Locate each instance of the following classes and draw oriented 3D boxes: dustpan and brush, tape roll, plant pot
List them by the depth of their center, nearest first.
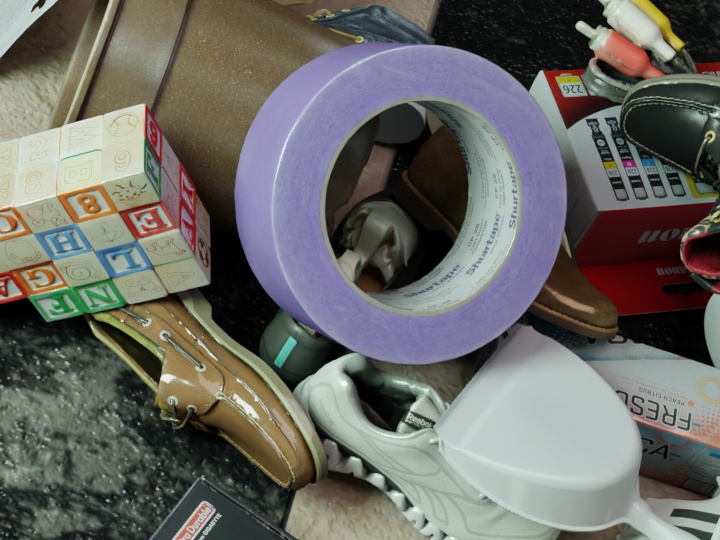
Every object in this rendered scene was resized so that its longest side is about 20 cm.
[{"bbox_3d":[0.025,-0.045,1.159,0.200,0.085,0.200,-3,98,-19],"label":"tape roll"},{"bbox_3d":[0.154,0.133,1.163,0.200,0.057,0.140,29,43,15],"label":"dustpan and brush"},{"bbox_3d":[-0.100,-0.112,1.242,0.198,0.200,0.201,20,52,-15],"label":"plant pot"}]

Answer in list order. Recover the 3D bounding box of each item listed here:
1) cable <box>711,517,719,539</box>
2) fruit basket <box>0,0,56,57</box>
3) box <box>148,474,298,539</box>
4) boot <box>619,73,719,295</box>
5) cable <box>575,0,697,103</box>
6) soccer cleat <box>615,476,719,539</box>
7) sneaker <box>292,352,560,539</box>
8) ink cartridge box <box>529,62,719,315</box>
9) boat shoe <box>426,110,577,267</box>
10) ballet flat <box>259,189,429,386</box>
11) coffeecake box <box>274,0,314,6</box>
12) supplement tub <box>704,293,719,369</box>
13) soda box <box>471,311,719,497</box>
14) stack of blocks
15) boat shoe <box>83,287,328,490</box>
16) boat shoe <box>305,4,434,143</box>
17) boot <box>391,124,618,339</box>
[{"bbox_3d":[0.299,0.219,1.159,0.200,0.069,0.200,-35,106,-37],"label":"cable"},{"bbox_3d":[-0.210,-0.251,1.305,0.094,0.185,0.200,22,50,-31],"label":"fruit basket"},{"bbox_3d":[-0.073,0.253,1.080,0.198,0.050,0.200,35,53,6],"label":"box"},{"bbox_3d":[0.254,-0.056,1.249,0.200,0.073,0.151,23,45,16],"label":"boot"},{"bbox_3d":[0.246,-0.139,1.344,0.200,0.050,0.097,31,49,6],"label":"cable"},{"bbox_3d":[0.190,0.194,1.199,0.200,0.069,0.085,-19,45,-23],"label":"soccer cleat"},{"bbox_3d":[0.049,0.122,1.184,0.200,0.081,0.075,30,51,-6],"label":"sneaker"},{"bbox_3d":[0.237,-0.064,1.375,0.200,0.084,0.176,-6,59,-22],"label":"ink cartridge box"},{"bbox_3d":[0.117,-0.052,1.333,0.063,0.074,0.202,-2,64,-53],"label":"boat shoe"},{"bbox_3d":[0.000,0.000,1.263,0.068,0.068,0.200,30,53,5],"label":"ballet flat"},{"bbox_3d":[-0.100,-0.312,1.356,0.073,0.154,0.200,-14,45,-44],"label":"coffeecake box"},{"bbox_3d":[0.363,0.020,1.315,0.200,0.145,0.145,-29,69,-26],"label":"supplement tub"},{"bbox_3d":[0.178,0.091,1.263,0.200,0.064,0.068,18,53,-6],"label":"soda box"},{"bbox_3d":[-0.208,-0.024,1.155,0.200,0.115,0.059,-13,50,11],"label":"stack of blocks"},{"bbox_3d":[-0.104,0.077,1.181,0.068,0.072,0.200,-31,61,-28],"label":"boat shoe"},{"bbox_3d":[-0.039,-0.166,1.369,0.200,0.071,0.091,19,50,-12],"label":"boat shoe"},{"bbox_3d":[0.111,-0.029,1.262,0.200,0.076,0.074,42,20,25],"label":"boot"}]
